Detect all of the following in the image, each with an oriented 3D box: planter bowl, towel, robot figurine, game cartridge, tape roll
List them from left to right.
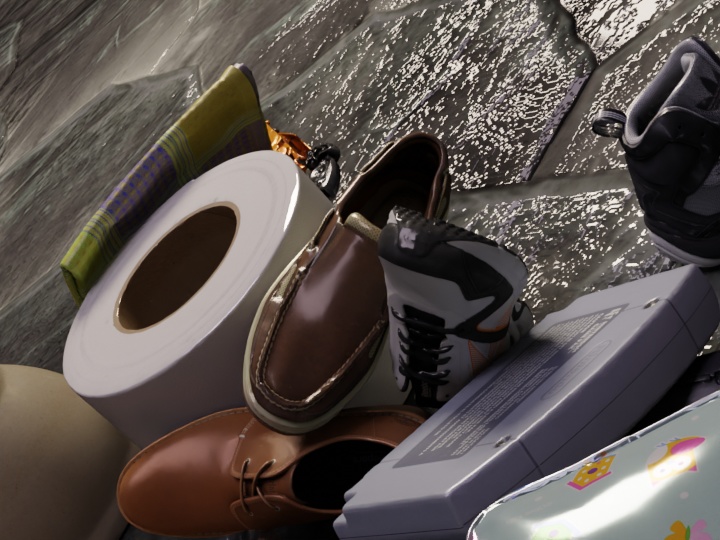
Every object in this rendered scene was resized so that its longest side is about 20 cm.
[{"bbox_3d":[-0.271,0.149,1.052,0.199,0.135,0.201,-32,31,22],"label":"planter bowl"},{"bbox_3d":[-0.136,-0.050,1.041,0.200,0.023,0.144,-50,-16,-17],"label":"towel"},{"bbox_3d":[-0.075,0.041,0.935,0.202,0.139,0.204,-32,32,22],"label":"tape roll"},{"bbox_3d":[-0.075,-0.051,1.142,0.145,0.058,0.200,-44,28,2],"label":"robot figurine"},{"bbox_3d":[0.088,0.069,0.711,0.200,0.042,0.133,-37,12,-31],"label":"game cartridge"}]

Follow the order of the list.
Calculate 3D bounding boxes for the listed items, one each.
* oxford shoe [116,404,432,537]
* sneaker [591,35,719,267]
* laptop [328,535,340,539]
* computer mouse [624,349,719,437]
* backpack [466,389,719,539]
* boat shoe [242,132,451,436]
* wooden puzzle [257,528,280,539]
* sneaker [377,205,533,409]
[{"bbox_3d":[-0.053,0.113,0.806,0.198,0.072,0.071,-12,2,14],"label":"oxford shoe"},{"bbox_3d":[0.212,-0.066,0.730,0.199,0.114,0.076,-12,41,44],"label":"sneaker"},{"bbox_3d":[-0.008,0.233,0.731,0.178,0.103,0.200,-58,6,-25],"label":"laptop"},{"bbox_3d":[0.205,0.045,0.677,0.199,0.034,0.059,-28,31,27],"label":"computer mouse"},{"bbox_3d":[0.135,0.151,0.505,0.175,0.154,0.201,-26,42,7],"label":"backpack"},{"bbox_3d":[-0.006,-0.003,0.807,0.075,0.074,0.203,109,-173,-54],"label":"boat shoe"},{"bbox_3d":[-0.129,0.248,0.802,0.199,0.037,0.185,-38,11,23],"label":"wooden puzzle"},{"bbox_3d":[0.048,0.030,0.774,0.073,0.200,0.080,24,78,23],"label":"sneaker"}]
